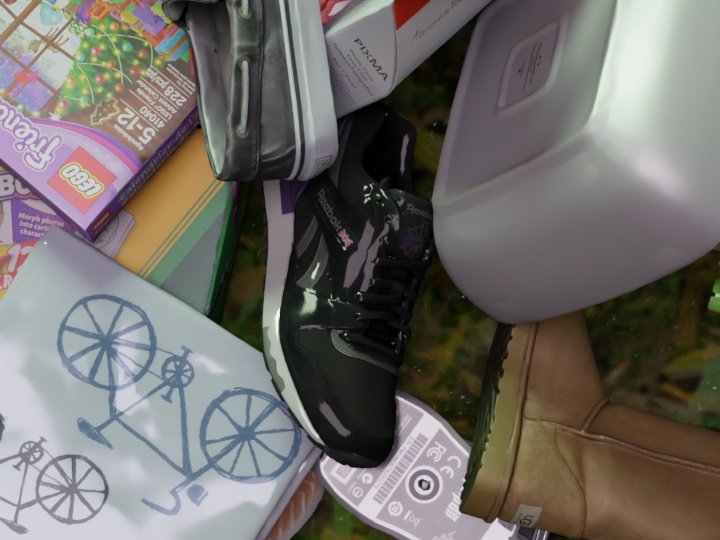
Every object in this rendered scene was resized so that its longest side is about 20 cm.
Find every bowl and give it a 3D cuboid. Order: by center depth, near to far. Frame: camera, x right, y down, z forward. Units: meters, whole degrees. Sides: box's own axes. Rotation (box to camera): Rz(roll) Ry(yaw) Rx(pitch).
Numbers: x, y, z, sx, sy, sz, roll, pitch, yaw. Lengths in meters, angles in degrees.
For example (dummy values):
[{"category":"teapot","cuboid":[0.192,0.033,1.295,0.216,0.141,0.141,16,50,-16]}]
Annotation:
[{"category":"bowl","cuboid":[0.110,-0.083,0.925,0.075,0.200,0.200,27,63,-25]}]

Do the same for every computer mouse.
[{"category":"computer mouse","cuboid":[0.063,0.133,1.003,0.200,0.044,0.110,37,88,6]}]

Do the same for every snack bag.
[{"category":"snack bag","cuboid":[-0.134,0.104,0.964,0.188,0.021,0.200,32,75,2]}]

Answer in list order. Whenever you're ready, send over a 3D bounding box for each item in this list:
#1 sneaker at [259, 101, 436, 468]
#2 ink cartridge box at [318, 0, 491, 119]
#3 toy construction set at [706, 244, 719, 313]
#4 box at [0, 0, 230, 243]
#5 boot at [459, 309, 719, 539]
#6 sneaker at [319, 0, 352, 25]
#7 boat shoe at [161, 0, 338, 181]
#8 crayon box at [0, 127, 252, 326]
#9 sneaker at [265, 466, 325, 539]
[{"category":"sneaker","cuboid":[0.000,0.000,0.965,0.087,0.076,0.200,-30,55,33]},{"category":"ink cartridge box","cuboid":[0.066,-0.154,0.933,0.160,0.200,0.047,-43,104,-23]},{"category":"toy construction set","cuboid":[0.252,0.022,0.945,0.200,0.131,0.092,30,88,9]},{"category":"box","cuboid":[-0.173,-0.130,0.995,0.200,0.039,0.137,40,81,6]},{"category":"boot","cuboid":[0.162,0.087,0.984,0.200,0.066,0.175,17,63,-4]},{"category":"sneaker","cuboid":[-0.065,-0.172,1.021,0.200,0.078,0.116,7,87,-4]},{"category":"boat shoe","cuboid":[-0.065,-0.141,0.940,0.071,0.072,0.200,-11,82,-27]},{"category":"crayon box","cuboid":[-0.166,-0.032,1.040,0.200,0.058,0.119,11,86,8]},{"category":"sneaker","cuboid":[-0.114,0.148,1.013,0.200,0.080,0.071,-28,91,-18]}]
